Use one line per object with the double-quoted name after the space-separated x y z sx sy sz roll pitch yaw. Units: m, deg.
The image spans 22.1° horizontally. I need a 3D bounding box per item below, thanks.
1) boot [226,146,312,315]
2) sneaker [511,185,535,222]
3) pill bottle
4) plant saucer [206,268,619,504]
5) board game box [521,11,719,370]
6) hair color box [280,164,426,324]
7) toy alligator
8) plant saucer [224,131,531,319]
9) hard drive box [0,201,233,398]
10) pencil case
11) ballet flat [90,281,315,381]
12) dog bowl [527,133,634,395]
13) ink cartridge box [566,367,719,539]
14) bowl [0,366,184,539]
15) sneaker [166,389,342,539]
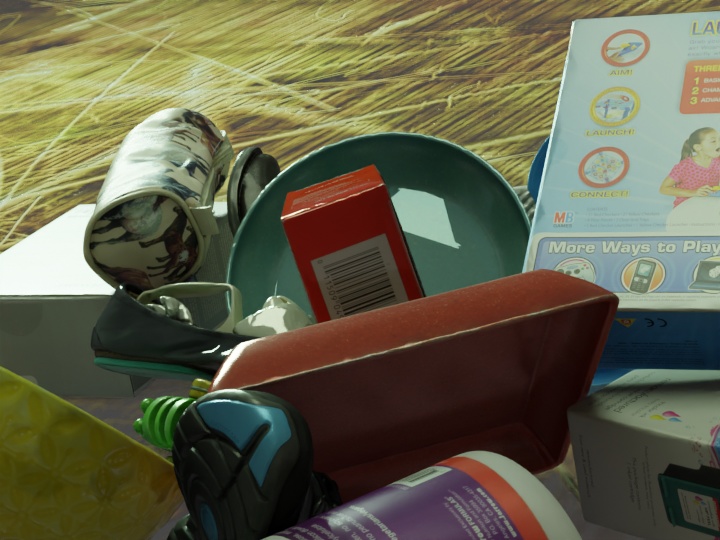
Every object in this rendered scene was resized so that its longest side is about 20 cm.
0.004 -0.010 1.240 0.173 0.069 0.201 -12 58 5 "boot"
0.120 -0.020 1.299 0.199 0.074 0.082 8 -12 6 "sneaker"
-0.007 0.157 0.754 0.199 0.113 0.112 -20 20 -27 "pill bottle"
0.016 0.068 0.921 0.199 0.200 0.037 -14 62 -11 "plant saucer"
0.196 -0.045 0.957 0.199 0.056 0.197 0 55 22 "board game box"
0.000 0.000 1.031 0.061 0.102 0.200 -20 7 0 "hair color box"
-0.105 0.090 1.064 0.054 0.060 0.200 24 -10 -25 "toy alligator"
0.015 0.007 1.169 0.199 0.201 0.036 -4 -26 9 "plant saucer"
-0.186 0.017 1.338 0.155 0.077 0.200 -1 20 26 "hard drive box"
-0.132 -0.050 1.268 0.089 0.078 0.200 -5 22 3 "pencil case"
-0.073 0.044 1.110 0.199 0.073 0.073 11 26 27 "ballet flat"
0.153 -0.007 1.110 0.111 0.050 0.201 -1 57 23 "dog bowl"
0.214 0.093 0.896 0.116 0.068 0.200 -25 23 -37 "ink cartridge box"
-0.200 0.111 0.973 0.200 0.200 0.108 15 73 53 "bowl"
-0.040 0.105 0.841 0.082 0.073 0.200 -14 -26 -19 "sneaker"
